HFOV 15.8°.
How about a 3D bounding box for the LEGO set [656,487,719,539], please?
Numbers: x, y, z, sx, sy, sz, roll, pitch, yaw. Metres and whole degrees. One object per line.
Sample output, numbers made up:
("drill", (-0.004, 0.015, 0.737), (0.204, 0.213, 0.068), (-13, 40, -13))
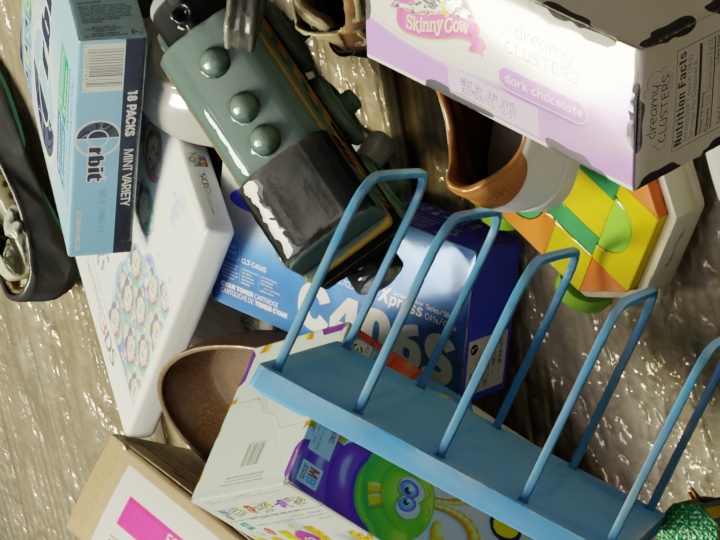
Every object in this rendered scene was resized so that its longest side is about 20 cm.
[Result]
("LEGO set", (0.215, 0.212, 1.390), (0.200, 0.116, 0.154), (40, 111, 24))

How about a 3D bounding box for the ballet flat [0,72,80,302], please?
("ballet flat", (-0.264, -0.067, 1.843), (0.073, 0.073, 0.201), (-11, 104, 56))

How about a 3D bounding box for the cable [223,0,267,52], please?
("cable", (-0.061, -0.194, 1.407), (0.050, 0.201, 0.097), (16, 150, -2))

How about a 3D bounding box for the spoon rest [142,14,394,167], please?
("spoon rest", (-0.057, -0.101, 1.536), (0.200, 0.100, 0.061), (35, -177, 30))

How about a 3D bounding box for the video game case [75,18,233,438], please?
("video game case", (-0.136, -0.026, 1.644), (0.200, 0.024, 0.182), (115, 146, -43))

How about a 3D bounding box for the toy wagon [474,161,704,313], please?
("toy wagon", (0.098, -0.074, 1.375), (0.200, 0.040, 0.155), (45, 143, 24))

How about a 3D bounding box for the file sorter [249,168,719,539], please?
("file sorter", (0.074, 0.045, 1.301), (0.200, 0.139, 0.123), (27, 99, 13))

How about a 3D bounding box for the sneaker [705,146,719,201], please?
("sneaker", (0.204, 0.001, 1.259), (0.080, 0.070, 0.201), (-12, 104, 58))

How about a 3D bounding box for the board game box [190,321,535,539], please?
("board game box", (0.025, 0.128, 1.471), (0.200, 0.103, 0.105), (34, 154, -24))

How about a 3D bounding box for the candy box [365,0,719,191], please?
("candy box", (0.128, -0.130, 1.149), (0.168, 0.200, 0.072), (31, 136, 39))

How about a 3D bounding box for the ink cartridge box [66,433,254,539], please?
("ink cartridge box", (-0.065, 0.192, 1.667), (0.200, 0.165, 0.075), (35, 100, 36))

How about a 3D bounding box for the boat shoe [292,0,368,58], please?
("boat shoe", (-0.003, -0.156, 1.381), (0.200, 0.074, 0.076), (135, 120, -76))

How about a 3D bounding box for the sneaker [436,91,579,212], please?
("sneaker", (0.077, -0.128, 1.280), (0.073, 0.085, 0.201), (5, 94, 36))

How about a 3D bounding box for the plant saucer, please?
("plant saucer", (-0.028, 0.093, 1.603), (0.200, 0.037, 0.201), (18, 150, 11))

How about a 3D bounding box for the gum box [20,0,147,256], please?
("gum box", (-0.175, -0.138, 1.616), (0.200, 0.044, 0.170), (-109, 20, -44))

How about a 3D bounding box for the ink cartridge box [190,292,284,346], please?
("ink cartridge box", (-0.082, 0.035, 1.694), (0.119, 0.042, 0.201), (30, 136, 40))

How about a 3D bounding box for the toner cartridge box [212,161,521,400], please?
("toner cartridge box", (0.000, 0.000, 1.520), (0.200, 0.043, 0.095), (21, 114, 37))

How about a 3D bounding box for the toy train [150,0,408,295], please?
("toy train", (-0.045, -0.076, 1.418), (0.200, 0.085, 0.114), (58, -172, 15))
